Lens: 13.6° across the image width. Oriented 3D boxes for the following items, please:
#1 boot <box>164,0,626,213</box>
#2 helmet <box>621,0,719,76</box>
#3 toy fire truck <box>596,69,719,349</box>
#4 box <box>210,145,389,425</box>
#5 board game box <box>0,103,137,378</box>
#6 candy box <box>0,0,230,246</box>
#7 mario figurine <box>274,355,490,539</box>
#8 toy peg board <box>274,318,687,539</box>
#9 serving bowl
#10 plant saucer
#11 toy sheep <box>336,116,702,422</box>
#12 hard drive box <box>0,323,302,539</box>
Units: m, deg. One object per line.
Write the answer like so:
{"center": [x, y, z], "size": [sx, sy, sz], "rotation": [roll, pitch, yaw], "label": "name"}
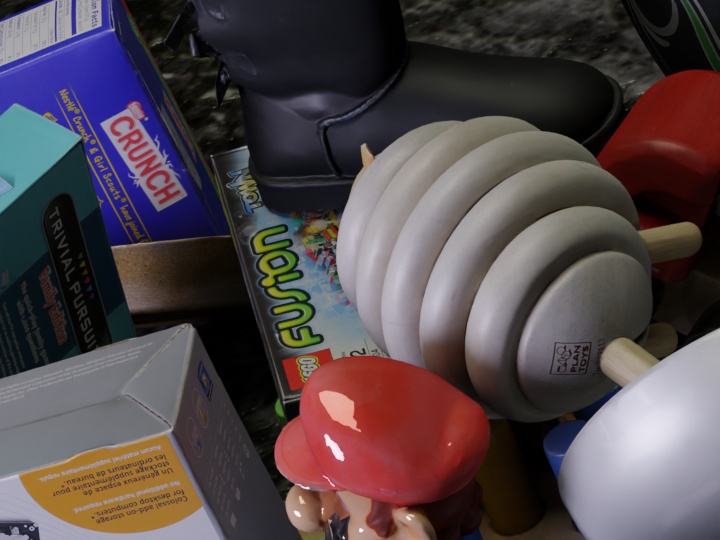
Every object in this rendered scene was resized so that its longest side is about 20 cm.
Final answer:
{"center": [0.011, -0.111, 1.389], "size": [0.197, 0.163, 0.074], "rotation": [-7, 39, 15], "label": "boot"}
{"center": [0.240, -0.145, 1.512], "size": [0.200, 0.190, 0.200], "rotation": [-50, 4, 5], "label": "helmet"}
{"center": [0.185, -0.028, 1.321], "size": [0.175, 0.201, 0.129], "rotation": [28, 46, 12], "label": "toy fire truck"}
{"center": [0.000, 0.000, 1.427], "size": [0.109, 0.035, 0.200], "rotation": [-15, 38, -4], "label": "box"}
{"center": [-0.194, 0.044, 1.379], "size": [0.047, 0.152, 0.200], "rotation": [26, 57, 30], "label": "board game box"}
{"center": [-0.194, -0.050, 1.700], "size": [0.199, 0.170, 0.077], "rotation": [-20, 34, 7], "label": "candy box"}
{"center": [0.014, 0.122, 1.263], "size": [0.106, 0.201, 0.123], "rotation": [-36, 32, -18], "label": "mario figurine"}
{"center": [0.065, 0.051, 1.433], "size": [0.198, 0.098, 0.200], "rotation": [-6, 37, 29], "label": "toy peg board"}
{"center": [0.184, 0.082, 1.242], "size": [0.199, 0.200, 0.066], "rotation": [-23, 63, 5], "label": "serving bowl"}
{"center": [-0.107, 0.009, 1.601], "size": [0.199, 0.036, 0.200], "rotation": [-6, -3, 0], "label": "plant saucer"}
{"center": [0.066, 0.001, 1.285], "size": [0.138, 0.138, 0.200], "rotation": [-38, 43, -21], "label": "toy sheep"}
{"center": [-0.107, 0.140, 1.325], "size": [0.155, 0.201, 0.077], "rotation": [-17, 33, 15], "label": "hard drive box"}
